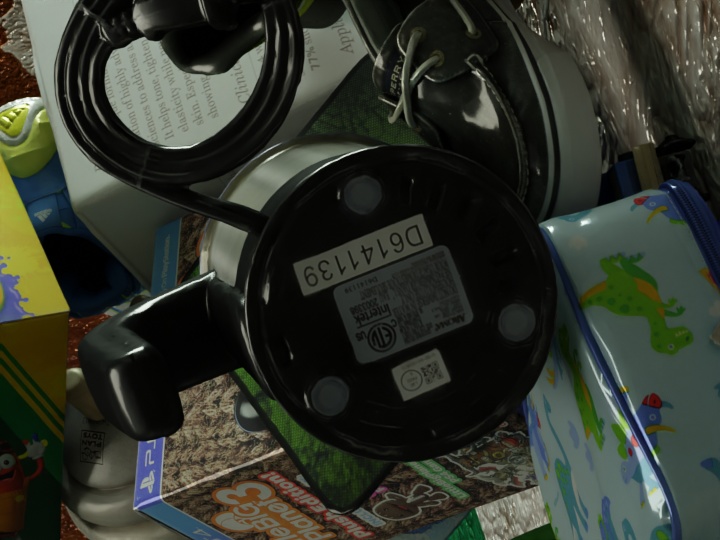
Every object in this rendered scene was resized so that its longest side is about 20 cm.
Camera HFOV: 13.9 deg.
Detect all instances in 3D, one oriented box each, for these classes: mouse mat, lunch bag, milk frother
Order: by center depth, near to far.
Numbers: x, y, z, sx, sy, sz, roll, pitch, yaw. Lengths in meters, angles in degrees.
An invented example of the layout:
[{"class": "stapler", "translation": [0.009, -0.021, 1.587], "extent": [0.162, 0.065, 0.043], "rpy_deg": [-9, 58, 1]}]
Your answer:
[{"class": "milk frother", "translation": [-0.030, -0.034, 1.157], "extent": [0.188, 0.180, 0.201], "rpy_deg": [-156, 62, -80]}, {"class": "lunch bag", "translation": [0.119, 0.068, 1.165], "extent": [0.200, 0.082, 0.161], "rpy_deg": [89, 161, -59]}, {"class": "mouse mat", "translation": [0.000, 0.000, 1.328], "extent": [0.008, 0.161, 0.200], "rpy_deg": [32, -169, -41]}]

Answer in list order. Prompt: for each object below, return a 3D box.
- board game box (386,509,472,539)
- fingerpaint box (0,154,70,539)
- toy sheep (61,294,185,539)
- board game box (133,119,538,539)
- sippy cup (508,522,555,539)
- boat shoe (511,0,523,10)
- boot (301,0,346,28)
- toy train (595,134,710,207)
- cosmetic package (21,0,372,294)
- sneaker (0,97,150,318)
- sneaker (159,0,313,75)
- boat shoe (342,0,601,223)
[{"class": "board game box", "translation": [0.021, 0.114, 1.505], "extent": [0.043, 0.199, 0.200], "rpy_deg": [40, -172, -4]}, {"class": "fingerpaint box", "translation": [-0.207, 0.022, 1.480], "extent": [0.200, 0.073, 0.167], "rpy_deg": [-120, 27, -43]}, {"class": "toy sheep", "translation": [-0.094, 0.092, 1.508], "extent": [0.200, 0.138, 0.138], "rpy_deg": [39, -156, -45]}, {"class": "board game box", "translation": [0.001, 0.033, 1.386], "extent": [0.097, 0.200, 0.160], "rpy_deg": [33, -134, -40]}, {"class": "sippy cup", "translation": [0.092, 0.204, 1.471], "extent": [0.140, 0.177, 0.131], "rpy_deg": [-36, 74, 45]}, {"class": "boat shoe", "translation": [0.040, -0.212, 1.355], "extent": [0.066, 0.074, 0.201], "rpy_deg": [-100, 7, -87]}, {"class": "boot", "translation": [0.000, -0.234, 1.406], "extent": [0.174, 0.069, 0.201], "rpy_deg": [-55, -27, -47]}, {"class": "toy train", "translation": [0.108, -0.024, 1.256], "extent": [0.200, 0.046, 0.034], "rpy_deg": [122, 136, -79]}, {"class": "cosmetic package", "translation": [-0.045, -0.099, 1.521], "extent": [0.166, 0.199, 0.168], "rpy_deg": [49, -159, -55]}, {"class": "sneaker", "translation": [-0.145, -0.002, 1.567], "extent": [0.200, 0.076, 0.105], "rpy_deg": [52, -162, -54]}, {"class": "sneaker", "translation": [-0.033, -0.159, 1.302], "extent": [0.085, 0.074, 0.200], "rpy_deg": [-59, -5, -45]}, {"class": "boat shoe", "translation": [0.036, -0.082, 1.238], "extent": [0.200, 0.071, 0.072], "rpy_deg": [60, 141, 45]}]
